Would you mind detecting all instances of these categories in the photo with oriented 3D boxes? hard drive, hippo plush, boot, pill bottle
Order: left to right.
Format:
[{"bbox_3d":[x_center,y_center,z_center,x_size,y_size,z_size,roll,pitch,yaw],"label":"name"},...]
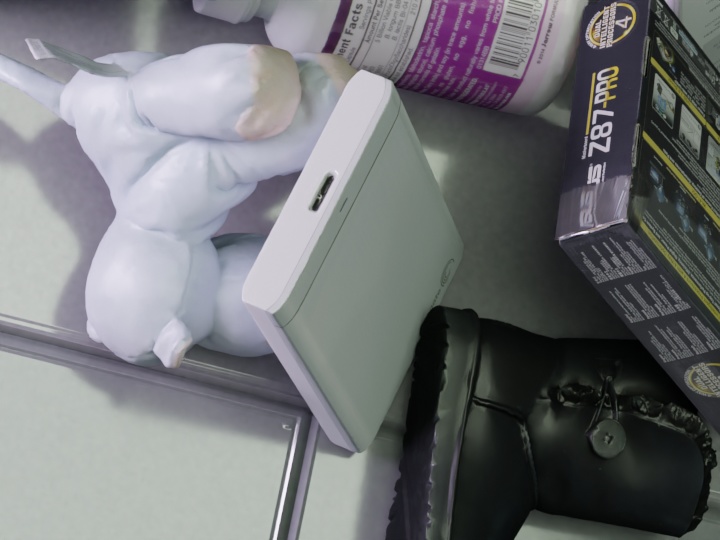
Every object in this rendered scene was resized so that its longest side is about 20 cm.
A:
[{"bbox_3d":[-0.082,-0.030,1.522,0.199,0.159,0.162,3,89,-30],"label":"hippo plush"},{"bbox_3d":[0.000,0.000,1.525,0.027,0.200,0.132,21,73,20],"label":"hard drive"},{"bbox_3d":[0.015,-0.157,1.597,0.199,0.112,0.113,13,77,-12],"label":"pill bottle"},{"bbox_3d":[0.104,0.125,1.587,0.167,0.076,0.202,11,81,-15],"label":"boot"}]

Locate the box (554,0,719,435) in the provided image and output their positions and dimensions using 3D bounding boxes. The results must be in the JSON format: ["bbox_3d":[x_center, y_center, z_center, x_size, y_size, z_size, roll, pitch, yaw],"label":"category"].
[{"bbox_3d":[0.177,-0.027,1.570,0.200,0.049,0.162,46,39,-39],"label":"box"}]

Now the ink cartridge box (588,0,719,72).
[{"bbox_3d":[0.224,-0.190,1.657,0.199,0.176,0.084,-34,59,-18],"label":"ink cartridge box"}]
